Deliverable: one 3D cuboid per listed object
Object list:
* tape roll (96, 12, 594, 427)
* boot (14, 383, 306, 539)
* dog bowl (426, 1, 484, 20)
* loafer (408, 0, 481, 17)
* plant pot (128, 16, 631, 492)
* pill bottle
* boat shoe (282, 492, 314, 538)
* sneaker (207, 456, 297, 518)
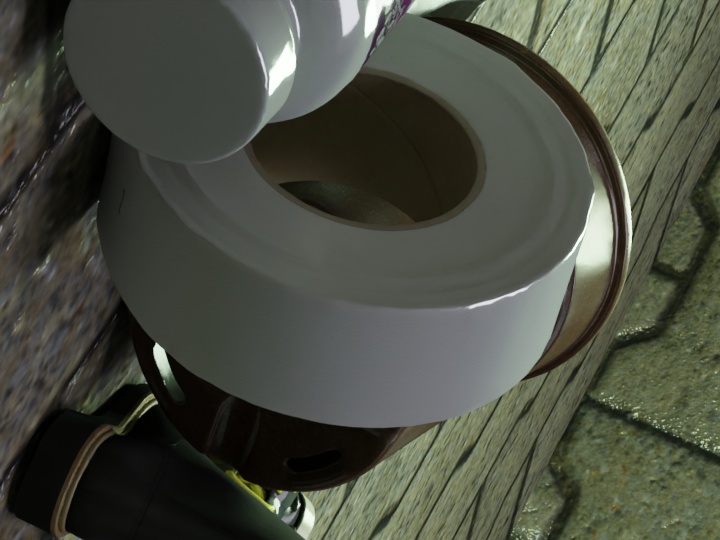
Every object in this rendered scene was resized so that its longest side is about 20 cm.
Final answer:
[{"bbox_3d":[-0.007,-0.028,1.172,0.202,0.202,0.071,-54,165,-47],"label":"tape roll"},{"bbox_3d":[-0.074,0.120,1.337,0.078,0.138,0.200,-67,170,10],"label":"boot"},{"bbox_3d":[0.012,-0.073,1.555,0.200,0.059,0.200,24,90,-80],"label":"dog bowl"},{"bbox_3d":[0.038,-0.175,1.400,0.071,0.073,0.200,-68,169,25],"label":"loafer"},{"bbox_3d":[0.000,0.000,1.344,0.198,0.200,0.200,-36,150,-53],"label":"plant pot"},{"bbox_3d":[-0.032,-0.125,1.063,0.200,0.112,0.112,-54,164,-48],"label":"pill bottle"},{"bbox_3d":[-0.109,0.189,1.549,0.201,0.074,0.063,-53,129,-11],"label":"boat shoe"},{"bbox_3d":[-0.052,0.087,1.492,0.085,0.074,0.200,-34,-157,45],"label":"sneaker"}]
